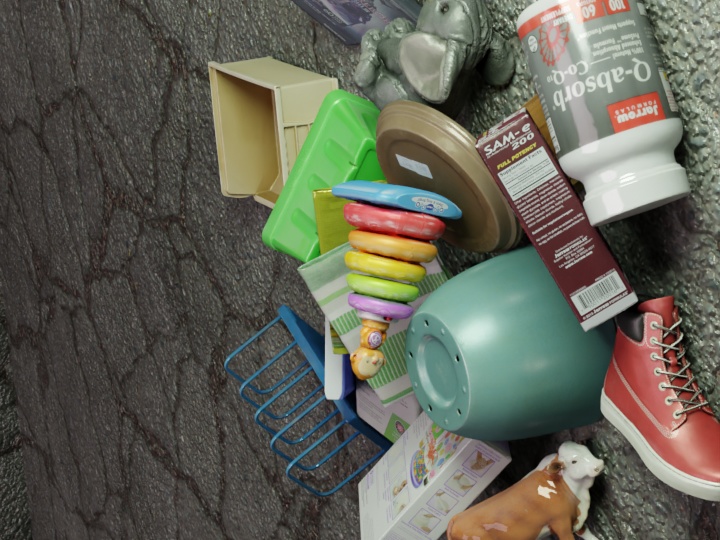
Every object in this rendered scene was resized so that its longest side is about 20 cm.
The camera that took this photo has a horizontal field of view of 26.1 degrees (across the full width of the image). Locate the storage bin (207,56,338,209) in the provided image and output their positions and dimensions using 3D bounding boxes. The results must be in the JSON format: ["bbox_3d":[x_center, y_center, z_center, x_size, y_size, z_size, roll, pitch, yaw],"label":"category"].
[{"bbox_3d":[-0.109,-0.167,2.033,0.200,0.093,0.201,27,126,56],"label":"storage bin"}]

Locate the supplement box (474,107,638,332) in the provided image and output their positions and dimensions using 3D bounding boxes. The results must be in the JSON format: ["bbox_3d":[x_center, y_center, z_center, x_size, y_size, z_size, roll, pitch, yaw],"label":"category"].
[{"bbox_3d":[0.182,-0.050,1.456,0.201,0.061,0.109,59,-171,-5],"label":"supplement box"}]

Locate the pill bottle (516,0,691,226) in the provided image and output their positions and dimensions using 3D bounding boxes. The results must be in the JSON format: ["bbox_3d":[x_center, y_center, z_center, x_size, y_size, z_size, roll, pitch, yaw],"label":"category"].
[{"bbox_3d":[0.221,-0.150,1.385,0.116,0.115,0.202,-27,79,62],"label":"pill bottle"}]

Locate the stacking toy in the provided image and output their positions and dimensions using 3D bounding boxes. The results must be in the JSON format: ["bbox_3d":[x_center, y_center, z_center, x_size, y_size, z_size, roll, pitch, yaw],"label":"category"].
[{"bbox_3d":[0.022,0.013,1.590,0.109,0.115,0.202,13,91,54],"label":"stacking toy"}]

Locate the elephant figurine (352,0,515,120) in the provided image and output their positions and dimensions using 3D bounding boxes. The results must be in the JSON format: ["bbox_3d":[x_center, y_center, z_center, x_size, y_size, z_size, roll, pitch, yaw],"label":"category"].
[{"bbox_3d":[0.088,-0.228,1.589,0.155,0.142,0.199,35,150,-19],"label":"elephant figurine"}]

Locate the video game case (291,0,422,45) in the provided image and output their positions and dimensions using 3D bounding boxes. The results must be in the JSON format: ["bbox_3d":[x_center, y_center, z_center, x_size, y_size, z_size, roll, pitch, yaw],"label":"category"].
[{"bbox_3d":[-0.017,-0.311,1.765,0.142,0.019,0.199,36,167,-25],"label":"video game case"}]

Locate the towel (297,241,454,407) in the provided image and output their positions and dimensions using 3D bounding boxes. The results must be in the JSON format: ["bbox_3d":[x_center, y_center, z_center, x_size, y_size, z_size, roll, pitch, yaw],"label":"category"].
[{"bbox_3d":[0.043,0.046,1.715,0.201,0.151,0.023,59,-168,-25],"label":"towel"}]

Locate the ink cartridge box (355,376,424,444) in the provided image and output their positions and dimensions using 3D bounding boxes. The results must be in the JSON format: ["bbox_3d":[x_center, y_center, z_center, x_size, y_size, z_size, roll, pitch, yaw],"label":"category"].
[{"bbox_3d":[0.060,0.101,1.850,0.145,0.083,0.202,33,132,53],"label":"ink cartridge box"}]

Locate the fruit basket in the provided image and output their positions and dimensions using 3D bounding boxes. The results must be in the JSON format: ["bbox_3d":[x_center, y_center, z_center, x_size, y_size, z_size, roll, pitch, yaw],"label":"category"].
[{"bbox_3d":[-0.017,-0.103,1.799,0.215,0.154,0.218,-36,45,47],"label":"fruit basket"}]

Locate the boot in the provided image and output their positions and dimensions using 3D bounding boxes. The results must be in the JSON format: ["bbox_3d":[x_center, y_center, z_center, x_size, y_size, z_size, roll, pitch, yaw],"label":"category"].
[{"bbox_3d":[0.293,0.108,1.426,0.200,0.072,0.146,45,139,50],"label":"boot"}]

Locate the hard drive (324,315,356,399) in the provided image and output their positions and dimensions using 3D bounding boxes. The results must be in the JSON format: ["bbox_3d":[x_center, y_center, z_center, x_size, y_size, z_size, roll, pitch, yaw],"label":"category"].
[{"bbox_3d":[-0.018,0.083,1.912,0.200,0.025,0.134,-9,-81,-83],"label":"hard drive"}]

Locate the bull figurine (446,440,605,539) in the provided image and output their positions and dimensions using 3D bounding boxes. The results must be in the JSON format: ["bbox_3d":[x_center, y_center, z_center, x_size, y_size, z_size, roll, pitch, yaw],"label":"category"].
[{"bbox_3d":[0.188,0.265,1.641,0.199,0.065,0.122,-31,85,23],"label":"bull figurine"}]

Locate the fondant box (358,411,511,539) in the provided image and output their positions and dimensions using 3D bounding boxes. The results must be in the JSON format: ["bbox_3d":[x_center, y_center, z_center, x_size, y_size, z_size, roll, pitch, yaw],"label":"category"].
[{"bbox_3d":[0.079,0.227,1.736,0.200,0.058,0.145,-51,18,20],"label":"fondant box"}]

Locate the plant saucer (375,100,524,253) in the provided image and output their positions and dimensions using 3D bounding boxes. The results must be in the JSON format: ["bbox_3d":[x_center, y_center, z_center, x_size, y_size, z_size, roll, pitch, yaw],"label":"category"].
[{"bbox_3d":[0.086,-0.090,1.612,0.200,0.029,0.201,39,159,18],"label":"plant saucer"}]

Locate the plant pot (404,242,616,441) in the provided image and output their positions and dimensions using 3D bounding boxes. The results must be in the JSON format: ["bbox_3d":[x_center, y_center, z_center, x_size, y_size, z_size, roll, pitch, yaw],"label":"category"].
[{"bbox_3d":[0.143,0.084,1.599,0.200,0.160,0.203,36,133,51],"label":"plant pot"}]

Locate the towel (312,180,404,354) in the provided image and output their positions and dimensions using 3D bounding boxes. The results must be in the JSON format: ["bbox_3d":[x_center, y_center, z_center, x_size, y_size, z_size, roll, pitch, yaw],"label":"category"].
[{"bbox_3d":[0.000,0.000,1.714,0.018,0.085,0.202,-104,6,-65],"label":"towel"}]

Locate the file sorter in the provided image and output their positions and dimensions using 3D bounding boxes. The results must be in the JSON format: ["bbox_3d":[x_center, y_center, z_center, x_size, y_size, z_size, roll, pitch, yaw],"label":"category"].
[{"bbox_3d":[-0.070,0.176,2.032,0.201,0.122,0.139,55,-173,34],"label":"file sorter"}]

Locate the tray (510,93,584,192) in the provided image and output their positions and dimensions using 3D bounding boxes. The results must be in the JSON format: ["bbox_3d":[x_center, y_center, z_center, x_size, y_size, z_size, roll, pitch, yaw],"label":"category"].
[{"bbox_3d":[0.181,-0.115,1.566,0.200,0.037,0.100,-37,70,60],"label":"tray"}]
